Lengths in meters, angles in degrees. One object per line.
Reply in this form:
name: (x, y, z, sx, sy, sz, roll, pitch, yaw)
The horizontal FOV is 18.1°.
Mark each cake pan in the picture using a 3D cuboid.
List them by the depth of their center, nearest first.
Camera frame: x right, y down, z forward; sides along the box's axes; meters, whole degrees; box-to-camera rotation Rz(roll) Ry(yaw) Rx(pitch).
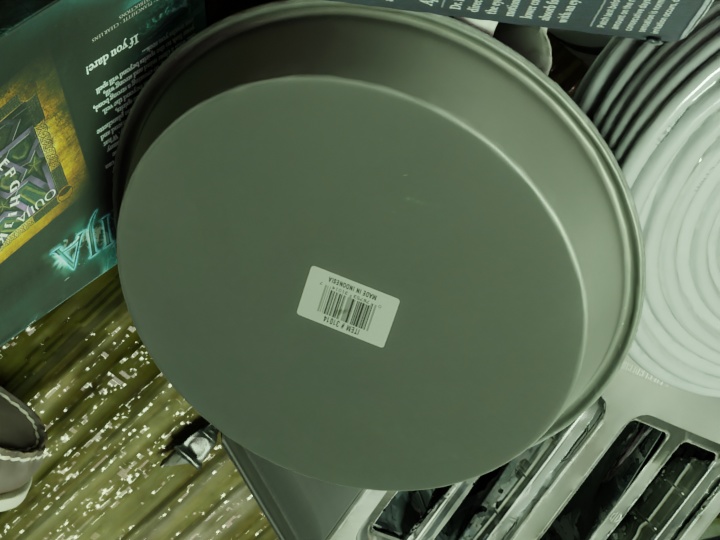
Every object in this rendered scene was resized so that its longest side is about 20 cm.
cake pan: (0.000, 0.000, 0.804, 0.199, 0.037, 0.201, 9, 125, 13)

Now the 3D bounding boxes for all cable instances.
cable: (0.171, -0.036, 0.832, 0.199, 0.069, 0.201, -3, 133, -15)

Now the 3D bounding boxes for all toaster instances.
toaster: (0.053, 0.063, 0.962, 0.180, 0.119, 0.200, 24, 110, -35)

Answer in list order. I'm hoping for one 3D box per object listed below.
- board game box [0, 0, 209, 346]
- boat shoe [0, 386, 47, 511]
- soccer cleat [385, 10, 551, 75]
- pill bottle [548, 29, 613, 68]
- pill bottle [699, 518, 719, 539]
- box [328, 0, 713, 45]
board game box: (-0.132, -0.033, 0.803, 0.200, 0.028, 0.136, -37, 144, -30)
boat shoe: (-0.195, 0.031, 0.852, 0.200, 0.072, 0.060, 29, 110, -31)
soccer cleat: (0.023, -0.085, 0.814, 0.069, 0.085, 0.200, -42, -178, -35)
pill bottle: (0.131, -0.117, 0.874, 0.116, 0.116, 0.200, -46, 129, 10)
pill bottle: (0.169, 0.186, 1.049, 0.111, 0.200, 0.111, -13, 128, -17)
box: (0.017, -0.162, 0.674, 0.199, 0.149, 0.104, 7, 166, -3)
